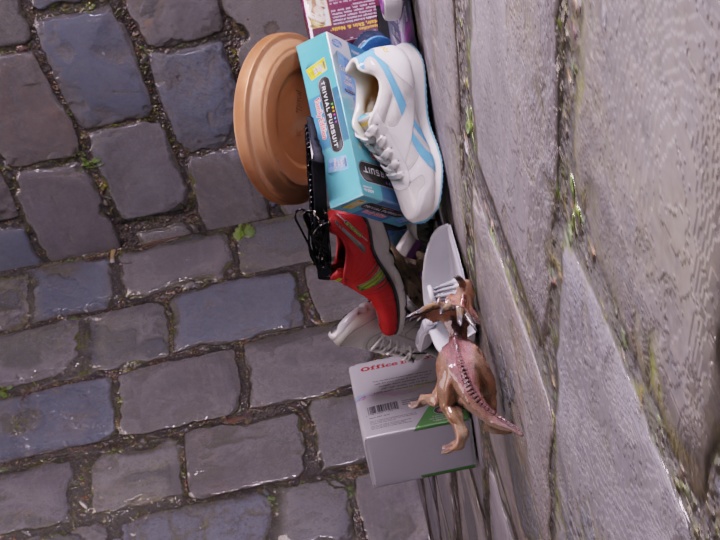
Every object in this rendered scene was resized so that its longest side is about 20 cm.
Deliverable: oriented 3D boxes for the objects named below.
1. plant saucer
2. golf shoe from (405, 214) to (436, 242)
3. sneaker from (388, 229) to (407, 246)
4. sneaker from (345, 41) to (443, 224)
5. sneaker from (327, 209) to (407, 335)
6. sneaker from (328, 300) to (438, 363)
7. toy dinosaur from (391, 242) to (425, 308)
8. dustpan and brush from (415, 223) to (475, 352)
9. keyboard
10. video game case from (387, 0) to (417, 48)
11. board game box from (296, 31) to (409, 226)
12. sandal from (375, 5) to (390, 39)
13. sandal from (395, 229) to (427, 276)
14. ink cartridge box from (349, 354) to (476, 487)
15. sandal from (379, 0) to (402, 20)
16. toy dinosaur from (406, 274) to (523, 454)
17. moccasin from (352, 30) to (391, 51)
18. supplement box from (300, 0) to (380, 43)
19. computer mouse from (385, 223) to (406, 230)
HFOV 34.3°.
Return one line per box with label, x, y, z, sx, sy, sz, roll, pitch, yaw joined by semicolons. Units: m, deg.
plant saucer;-0.077;-0.177;1.365;0.200;0.032;0.201;-5;-85;-59
golf shoe;0.046;-0.099;1.482;0.200;0.088;0.077;-106;6;-51
sneaker;0.041;-0.057;1.698;0.078;0.090;0.200;33;175;16
sneaker;0.036;-0.147;1.294;0.076;0.081;0.201;-1;102;63
sneaker;0.000;0.000;1.447;0.077;0.085;0.200;-125;14;-60
sneaker;0.046;0.084;1.548;0.075;0.200;0.081;-45;60;39
toy dinosaur;0.058;0.003;1.499;0.200;0.058;0.101;60;163;-18
dustpan and brush;0.091;0.051;1.362;0.200;0.057;0.140;82;176;-65
keyboard;-0.059;-0.070;1.325;0.200;0.039;0.104;88;170;-47
video game case;0.057;-0.233;1.384;0.143;0.019;0.201;-106;6;-69
board game box;0.004;-0.161;1.362;0.151;0.047;0.201;10;-117;-57
sandal;0.031;-0.264;1.547;0.075;0.045;0.201;85;174;-60
sandal;0.074;-0.008;1.632;0.050;0.083;0.203;35;170;10
ink cartridge box;0.069;0.200;1.620;0.200;0.144;0.084;-105;5;-65
sandal;0.009;-0.366;1.256;0.082;0.050;0.203;94;167;-71
toy dinosaur;0.099;0.093;1.154;0.200;0.086;0.136;-120;25;-67
moccasin;-0.026;-0.224;1.503;0.200;0.080;0.068;-60;37;23
supplement box;-0.035;-0.407;1.687;0.086;0.110;0.201;85;174;-78
computer mouse;0.017;-0.127;1.600;0.138;0.053;0.200;24;-139;-40
